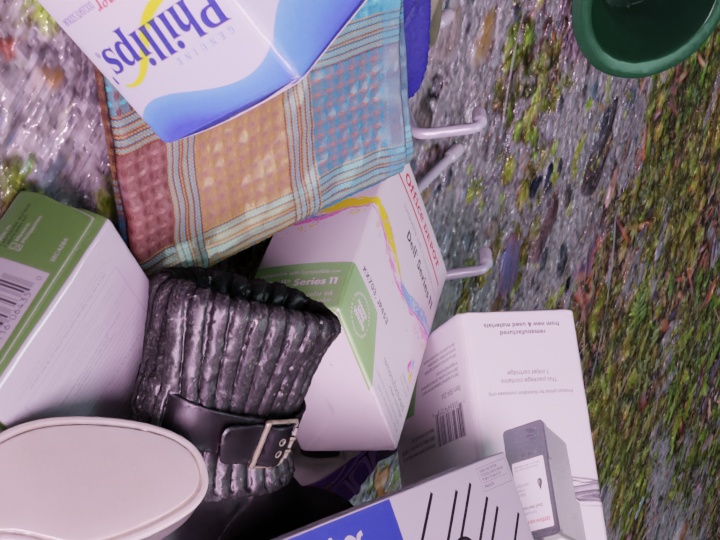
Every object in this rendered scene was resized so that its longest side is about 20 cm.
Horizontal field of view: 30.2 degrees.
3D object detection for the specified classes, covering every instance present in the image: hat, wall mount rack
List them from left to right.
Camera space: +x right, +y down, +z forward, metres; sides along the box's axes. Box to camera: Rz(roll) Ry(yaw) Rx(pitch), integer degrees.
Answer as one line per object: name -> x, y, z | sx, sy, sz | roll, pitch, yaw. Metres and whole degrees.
wall mount rack -> 0.052, -0.091, 0.961 | 0.175, 0.073, 0.202 | -103, -175, -54
hat -> 0.252, -0.299, 1.294 | 0.197, 0.176, 0.168 | -12, 124, -18

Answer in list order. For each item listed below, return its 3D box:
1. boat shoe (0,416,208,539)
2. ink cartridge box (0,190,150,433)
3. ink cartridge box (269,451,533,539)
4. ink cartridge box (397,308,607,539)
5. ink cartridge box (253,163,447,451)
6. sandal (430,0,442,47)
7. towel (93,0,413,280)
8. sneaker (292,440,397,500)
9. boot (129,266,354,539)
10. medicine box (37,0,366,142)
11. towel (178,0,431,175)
boat shoe -> -0.166, 0.113, 0.583 | 0.197, 0.068, 0.057 | -11, 153, -25
ink cartridge box -> -0.138, 0.065, 0.684 | 0.105, 0.059, 0.201 | -60, 150, -25
ink cartridge box -> 0.021, 0.163, 0.685 | 0.199, 0.044, 0.095 | -9, 78, -51
ink cartridge box -> 0.087, 0.141, 0.866 | 0.145, 0.083, 0.203 | 137, -51, -66
ink cartridge box -> 0.000, 0.000, 0.837 | 0.201, 0.066, 0.118 | -71, 148, -46
sandal -> 0.071, -0.201, 0.820 | 0.201, 0.056, 0.081 | 120, -17, -60
towel -> -0.047, -0.083, 0.708 | 0.199, 0.022, 0.149 | -30, 131, -34
sneaker -> -0.005, 0.119, 0.979 | 0.199, 0.080, 0.084 | -24, 138, -46
boot -> -0.047, 0.088, 0.703 | 0.210, 0.079, 0.160 | 16, 91, -57
medicine box -> -0.069, -0.192, 0.539 | 0.200, 0.102, 0.183 | 48, 55, -20
towel -> -0.042, -0.141, 0.735 | 0.198, 0.049, 0.150 | -24, 130, -38
